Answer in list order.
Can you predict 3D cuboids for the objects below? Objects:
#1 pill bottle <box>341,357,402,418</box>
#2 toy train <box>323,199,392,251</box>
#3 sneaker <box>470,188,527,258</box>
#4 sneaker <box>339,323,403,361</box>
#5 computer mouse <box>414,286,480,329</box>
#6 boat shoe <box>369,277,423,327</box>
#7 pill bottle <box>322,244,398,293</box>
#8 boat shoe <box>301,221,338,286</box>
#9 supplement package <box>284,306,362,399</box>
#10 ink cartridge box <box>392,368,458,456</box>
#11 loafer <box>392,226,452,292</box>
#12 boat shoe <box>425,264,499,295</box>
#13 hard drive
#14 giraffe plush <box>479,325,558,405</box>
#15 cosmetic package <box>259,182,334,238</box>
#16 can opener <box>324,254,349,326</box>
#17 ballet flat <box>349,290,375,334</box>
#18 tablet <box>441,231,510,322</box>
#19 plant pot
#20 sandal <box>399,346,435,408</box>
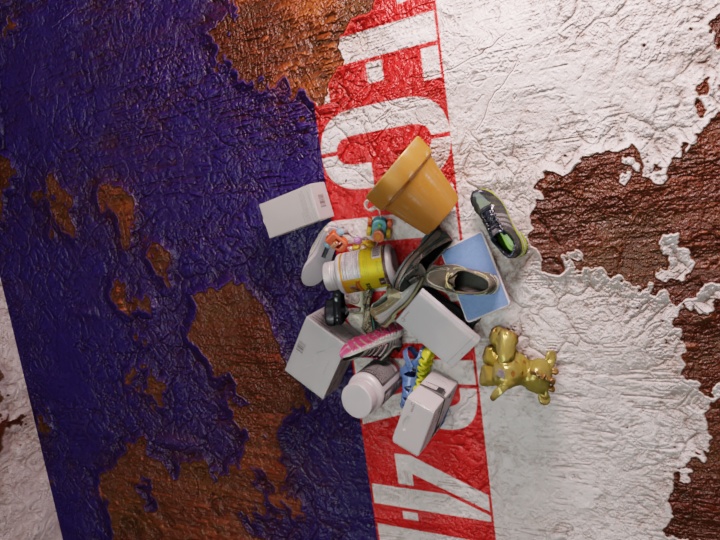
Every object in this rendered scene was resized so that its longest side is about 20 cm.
[{"bbox_3d":[0.032,0.326,1.651,0.111,0.199,0.117,7,105,27],"label":"pill bottle"},{"bbox_3d":[-0.005,-0.095,1.621,0.150,0.056,0.199,40,120,-22],"label":"toy train"},{"bbox_3d":[0.336,-0.115,1.445,0.074,0.081,0.202,-40,81,29],"label":"sneaker"},{"bbox_3d":[0.037,0.223,1.654,0.074,0.196,0.090,34,141,61],"label":"sneaker"},{"bbox_3d":[0.220,0.113,1.581,0.197,0.052,0.141,28,115,21],"label":"computer mouse"},{"bbox_3d":[0.098,0.067,1.613,0.068,0.075,0.201,35,111,-7],"label":"boat shoe"},{"bbox_3d":[0.000,0.000,1.591,0.195,0.109,0.112,-11,97,16],"label":"pill bottle"},{"bbox_3d":[-0.118,-0.051,1.722,0.070,0.066,0.203,18,112,-15],"label":"boat shoe"},{"bbox_3d":[-0.111,0.245,1.764,0.154,0.110,0.203,33,115,18],"label":"supplement package"},{"bbox_3d":[0.177,0.378,1.583,0.083,0.199,0.148,24,113,21],"label":"ink cartridge box"},{"bbox_3d":[0.161,-0.023,1.530,0.063,0.072,0.202,36,89,32],"label":"loafer"},{"bbox_3d":[0.251,0.024,1.501,0.197,0.060,0.074,7,94,31],"label":"boat shoe"},{"bbox_3d":[0.204,0.155,1.565,0.199,0.027,0.133,40,129,2],"label":"hard drive"},{"bbox_3d":[0.403,0.245,1.465,0.158,0.201,0.177,13,107,-5],"label":"giraffe plush"},{"bbox_3d":[-0.188,-0.176,1.723,0.196,0.084,0.110,-14,94,31],"label":"cosmetic package"},{"bbox_3d":[-0.066,0.057,1.694,0.076,0.063,0.206,1,84,5],"label":"can opener"},{"bbox_3d":[0.004,0.096,1.685,0.073,0.068,0.206,-3,102,-12],"label":"ballet flat"},{"bbox_3d":[0.295,0.017,1.517,0.128,0.014,0.204,-26,77,29],"label":"tablet"},{"bbox_3d":[0.142,-0.198,1.484,0.183,0.201,0.200,42,119,-4],"label":"plant pot"},{"bbox_3d":[0.146,0.295,1.658,0.086,0.079,0.205,22,104,26],"label":"sandal"}]
